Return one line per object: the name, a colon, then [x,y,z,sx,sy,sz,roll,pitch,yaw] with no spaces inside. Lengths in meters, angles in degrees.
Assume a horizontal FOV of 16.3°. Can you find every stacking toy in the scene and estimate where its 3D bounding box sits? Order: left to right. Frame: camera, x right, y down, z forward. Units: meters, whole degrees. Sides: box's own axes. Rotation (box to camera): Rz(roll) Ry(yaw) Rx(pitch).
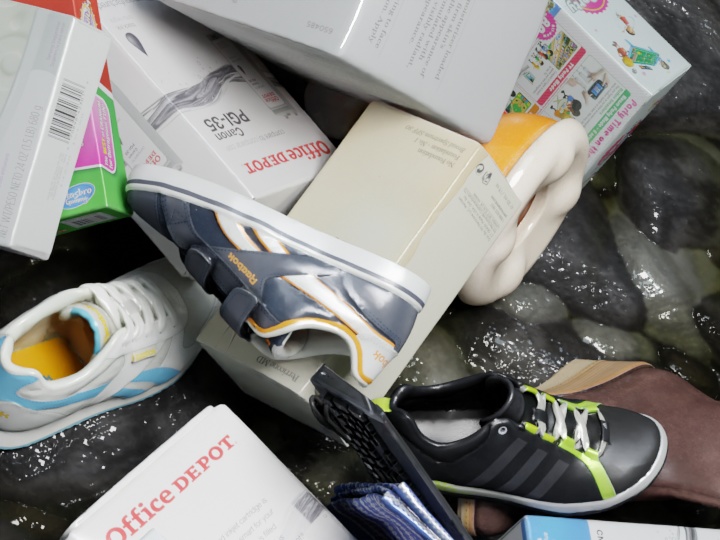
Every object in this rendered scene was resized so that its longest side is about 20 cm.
stacking toy: [0.044,-0.082,1.737,0.200,0.146,0.146,33,50,16]

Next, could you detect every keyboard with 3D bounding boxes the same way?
keyboard: [0.025,0.132,1.510,0.021,0.127,0.200,-40,121,-11]

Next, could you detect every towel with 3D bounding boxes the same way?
towel: [0.043,0.186,1.508,0.024,0.200,0.145,-42,93,-11]

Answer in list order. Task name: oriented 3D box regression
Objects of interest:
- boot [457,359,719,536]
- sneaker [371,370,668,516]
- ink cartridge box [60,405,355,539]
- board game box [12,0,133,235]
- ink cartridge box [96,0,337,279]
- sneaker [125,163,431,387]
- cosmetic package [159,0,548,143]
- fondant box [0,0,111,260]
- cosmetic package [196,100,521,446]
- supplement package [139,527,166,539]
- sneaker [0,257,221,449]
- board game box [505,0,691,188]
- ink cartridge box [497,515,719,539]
boot: [0.173,0.126,1.643,0.166,0.072,0.200,17,38,28]
sneaker: [0.099,0.104,1.570,0.200,0.083,0.072,0,55,-8]
ink cartridge box: [-0.073,0.203,1.502,0.200,0.083,0.147,45,52,6]
board game box: [-0.233,-0.115,1.574,0.040,0.153,0.200,22,56,-70]
ink cartridge box: [-0.121,-0.104,1.654,0.200,0.083,0.147,49,27,10]
sneaker: [-0.063,0.003,1.515,0.200,0.078,0.079,24,81,13]
cosmetic package: [0.005,-0.203,1.628,0.165,0.200,0.165,21,88,34]
fondant box: [-0.267,-0.101,1.531,0.200,0.058,0.144,15,88,21]
cosmetic package: [0.000,0.000,1.608,0.104,0.073,0.200,24,71,39]
supplement package: [-0.153,0.284,1.354,0.147,0.191,0.200,44,53,5]
sneaker: [-0.157,0.042,1.575,0.200,0.081,0.077,-32,76,-38]
board game box: [0.112,-0.159,1.786,0.200,0.148,0.064,46,43,7]
ink cartridge box: [0.187,0.243,1.609,0.200,0.084,0.145,6,57,-22]
